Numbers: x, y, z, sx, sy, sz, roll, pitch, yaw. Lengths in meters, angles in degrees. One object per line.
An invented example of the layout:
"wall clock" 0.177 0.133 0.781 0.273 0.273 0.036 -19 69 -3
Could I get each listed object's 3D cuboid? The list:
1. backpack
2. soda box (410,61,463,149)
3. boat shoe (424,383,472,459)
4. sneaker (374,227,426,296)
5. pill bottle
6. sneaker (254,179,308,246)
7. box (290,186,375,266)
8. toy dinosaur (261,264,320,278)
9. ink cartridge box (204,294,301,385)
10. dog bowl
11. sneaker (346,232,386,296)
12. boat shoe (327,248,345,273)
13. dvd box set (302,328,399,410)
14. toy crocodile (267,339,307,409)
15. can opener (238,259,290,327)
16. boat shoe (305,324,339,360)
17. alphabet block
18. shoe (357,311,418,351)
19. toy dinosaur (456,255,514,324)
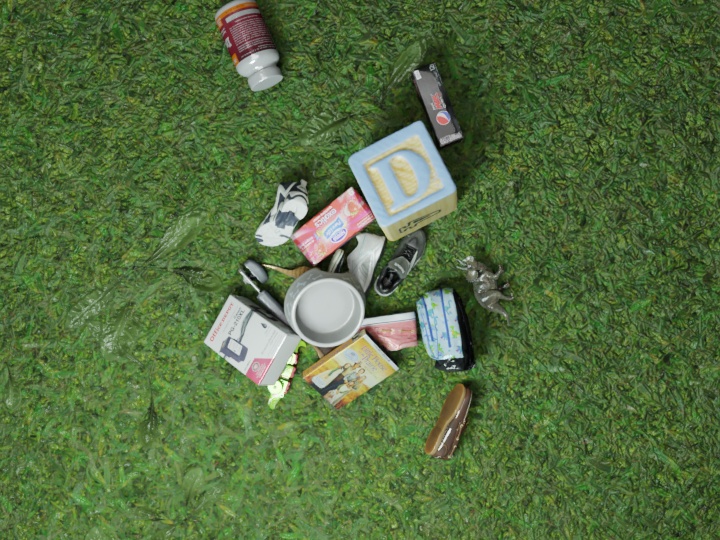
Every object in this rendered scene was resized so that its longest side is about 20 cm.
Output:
"backpack" 0.210 0.142 1.717 0.154 0.163 0.200 2 87 17
"soda box" 0.189 -0.405 1.722 0.063 0.071 0.200 -20 93 3
"boat shoe" 0.235 0.384 1.767 0.070 0.070 0.200 23 99 -17
"sneaker" 0.104 -0.018 1.740 0.066 0.091 0.200 35 94 -1
"pill bottle" -0.269 -0.552 1.714 0.113 0.113 0.200 -23 91 4
"sneaker" -0.191 -0.155 1.759 0.079 0.130 0.199 26 134 -16
"box" -0.066 -0.109 1.740 0.200 0.095 0.100 -38 92 4
"toy dinosaur" -0.147 0.013 1.762 0.060 0.200 0.106 -46 121 -35
"ink cartridge box" -0.270 0.172 1.736 0.200 0.084 0.145 32 94 25
"dog bowl" -0.081 0.093 1.669 0.200 0.059 0.200 -3 108 -10
"sneaker" 0.000 0.000 1.763 0.080 0.070 0.201 18 87 7
"boat shoe" -0.061 0.039 1.746 0.062 0.075 0.200 12 113 -3
"dvd box set" -0.024 0.251 1.750 0.200 0.029 0.146 -35 119 12
"toy crocodile" -0.191 0.258 1.781 0.062 0.068 0.200 19 94 2
"can opener" -0.232 0.057 1.779 0.067 0.053 0.200 -44 94 -4
"boat shoe" -0.104 0.163 1.761 0.070 0.070 0.200 -36 113 -4
"alphabet block" 0.105 -0.205 1.659 0.196 0.200 0.196 -25 81 4
"shoe" 0.046 0.161 1.763 0.200 0.071 0.091 -8 90 0
"toy dinosaur" 0.322 0.043 1.753 0.102 0.077 0.200 -21 97 16
